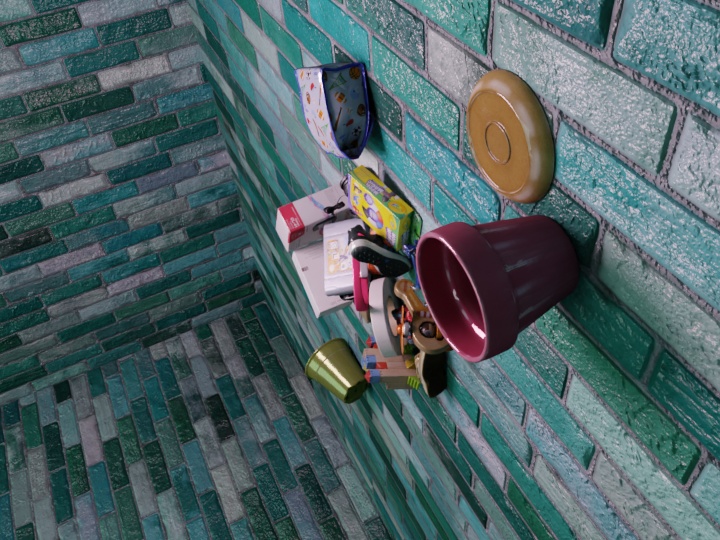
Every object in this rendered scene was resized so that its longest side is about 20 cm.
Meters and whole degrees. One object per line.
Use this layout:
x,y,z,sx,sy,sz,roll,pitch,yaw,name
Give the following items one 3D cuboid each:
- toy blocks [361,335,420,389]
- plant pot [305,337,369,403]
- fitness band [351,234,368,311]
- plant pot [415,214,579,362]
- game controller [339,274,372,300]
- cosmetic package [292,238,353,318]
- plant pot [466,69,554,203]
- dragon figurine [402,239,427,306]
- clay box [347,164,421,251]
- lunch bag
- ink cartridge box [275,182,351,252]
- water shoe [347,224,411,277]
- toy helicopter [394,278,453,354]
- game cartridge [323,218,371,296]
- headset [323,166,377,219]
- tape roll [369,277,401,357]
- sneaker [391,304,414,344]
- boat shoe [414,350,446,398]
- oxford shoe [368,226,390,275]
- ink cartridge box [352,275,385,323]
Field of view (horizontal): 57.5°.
0.065,0.241,1.726,0.200,0.136,0.100,-104,20,-52,toy blocks
-0.071,0.386,2.417,0.190,0.200,0.200,44,154,32,plant pot
0.000,0.000,1.572,0.144,0.037,0.201,87,-178,-62,fitness band
0.203,0.008,0.948,0.200,0.179,0.200,58,162,31,plant pot
-0.016,-0.021,1.730,0.104,0.042,0.201,-21,63,36,game controller
-0.109,0.023,1.879,0.200,0.113,0.081,64,165,13,cosmetic package
0.208,-0.189,0.954,0.200,0.027,0.201,159,90,-75,plant pot
0.148,0.020,1.375,0.100,0.059,0.200,84,159,-46,dragon figurine
0.051,-0.130,1.455,0.200,0.048,0.115,45,156,26,clay box
-0.052,-0.350,1.442,0.170,0.124,0.201,-146,45,-63,lunch bag
-0.128,-0.146,1.819,0.086,0.200,0.148,63,164,15,ink cartridge box
0.047,-0.047,1.499,0.200,0.071,0.079,28,-138,-48,water shoe
0.123,0.101,1.432,0.079,0.132,0.200,92,153,-52,toy helicopter
-0.032,-0.039,1.707,0.042,0.133,0.201,29,-127,-55,game cartridge
-0.017,-0.177,1.602,0.200,0.094,0.124,-15,97,63,headset
0.066,0.118,1.650,0.203,0.037,0.203,-10,-90,-77,tape roll
0.139,0.134,1.557,0.096,0.079,0.200,65,175,-9,sneaker
0.162,0.229,1.583,0.066,0.074,0.200,47,155,40,boat shoe
0.053,-0.058,1.614,0.200,0.071,0.073,92,176,-56,oxford shoe
0.001,0.020,1.844,0.200,0.075,0.165,55,161,38,ink cartridge box
